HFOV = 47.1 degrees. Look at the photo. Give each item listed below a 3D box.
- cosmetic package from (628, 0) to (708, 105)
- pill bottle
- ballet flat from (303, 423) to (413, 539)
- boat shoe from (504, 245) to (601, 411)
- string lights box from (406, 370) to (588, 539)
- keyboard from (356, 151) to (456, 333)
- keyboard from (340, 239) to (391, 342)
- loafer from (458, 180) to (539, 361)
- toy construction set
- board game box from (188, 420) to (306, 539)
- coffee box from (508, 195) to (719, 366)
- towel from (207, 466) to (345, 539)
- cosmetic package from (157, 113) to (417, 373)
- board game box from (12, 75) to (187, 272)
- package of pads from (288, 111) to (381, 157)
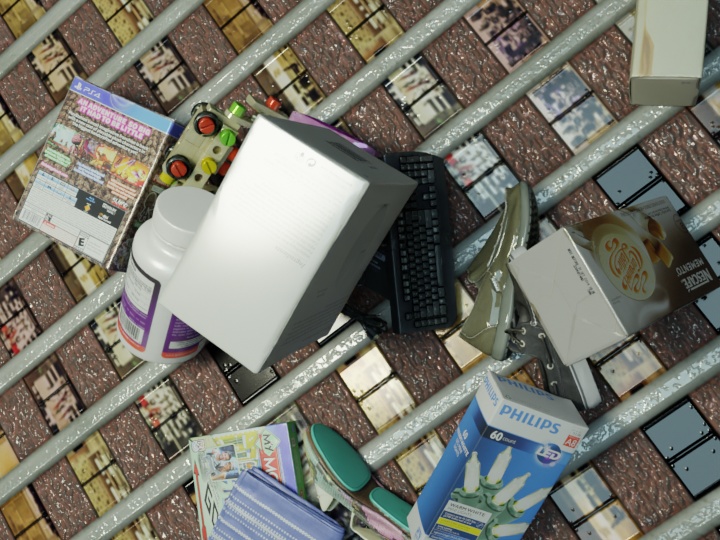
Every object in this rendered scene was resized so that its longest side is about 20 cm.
[{"bbox_3d":[0.330,-0.285,0.874,0.071,0.105,0.201,5,85,19],"label":"cosmetic package"},{"bbox_3d":[-0.214,0.005,0.959,0.111,0.111,0.200,38,130,16],"label":"pill bottle"},{"bbox_3d":[-0.001,0.264,0.946,0.200,0.069,0.071,38,115,16],"label":"ballet flat"},{"bbox_3d":[0.188,0.071,0.868,0.066,0.070,0.200,-26,113,5],"label":"boat shoe"},{"bbox_3d":[0.138,0.214,0.860,0.102,0.059,0.200,20,110,-13],"label":"string lights box"},{"bbox_3d":[0.042,-0.030,0.922,0.127,0.021,0.201,-7,93,-12],"label":"keyboard"},{"bbox_3d":[0.000,0.000,0.943,0.200,0.021,0.127,30,87,-10],"label":"keyboard"},{"bbox_3d":[0.150,-0.003,0.914,0.069,0.075,0.201,11,89,20],"label":"loafer"},{"bbox_3d":[-0.165,-0.131,1.000,0.200,0.131,0.092,-60,29,3],"label":"toy construction set"},{"bbox_3d":[-0.130,0.292,0.995,0.134,0.029,0.201,-12,81,16],"label":"board game box"},{"bbox_3d":[0.255,0.005,0.814,0.080,0.200,0.115,-39,72,45],"label":"coffee box"},{"bbox_3d":[-0.118,0.349,0.964,0.145,0.024,0.200,29,95,15],"label":"towel"},{"bbox_3d":[-0.063,-0.031,0.805,0.123,0.199,0.200,32,103,11],"label":"cosmetic package"},{"bbox_3d":[-0.316,-0.118,1.053,0.159,0.097,0.201,26,92,17],"label":"board game box"},{"bbox_3d":[-0.068,-0.077,0.986,0.120,0.076,0.200,27,94,13],"label":"package of pads"}]
